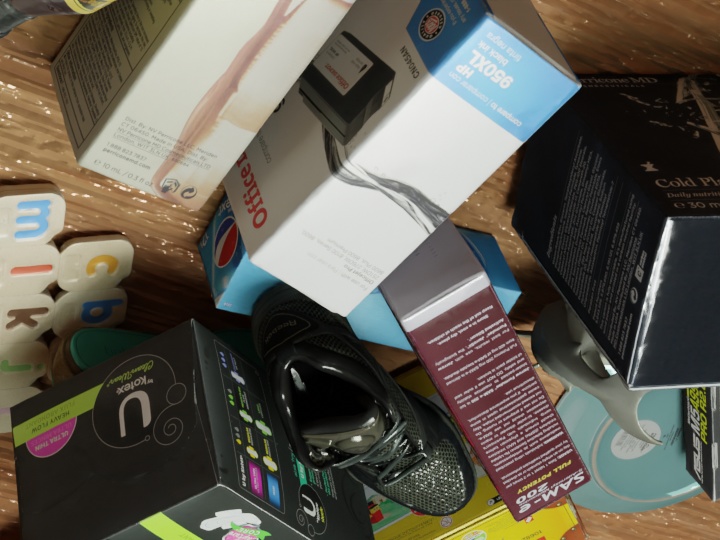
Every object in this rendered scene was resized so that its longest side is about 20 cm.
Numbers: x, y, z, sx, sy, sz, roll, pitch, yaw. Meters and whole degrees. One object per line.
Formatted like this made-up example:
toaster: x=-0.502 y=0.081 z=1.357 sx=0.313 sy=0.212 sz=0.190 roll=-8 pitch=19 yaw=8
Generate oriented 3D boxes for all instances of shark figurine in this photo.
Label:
shark figurine: x=0.151 y=0.036 z=1.252 sx=0.128 sy=0.214 sz=0.090 roll=20 pitch=101 yaw=-1

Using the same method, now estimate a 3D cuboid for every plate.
plate: x=0.237 y=0.122 z=1.429 sx=0.200 sy=0.026 sz=0.200 roll=-10 pitch=132 yaw=-12

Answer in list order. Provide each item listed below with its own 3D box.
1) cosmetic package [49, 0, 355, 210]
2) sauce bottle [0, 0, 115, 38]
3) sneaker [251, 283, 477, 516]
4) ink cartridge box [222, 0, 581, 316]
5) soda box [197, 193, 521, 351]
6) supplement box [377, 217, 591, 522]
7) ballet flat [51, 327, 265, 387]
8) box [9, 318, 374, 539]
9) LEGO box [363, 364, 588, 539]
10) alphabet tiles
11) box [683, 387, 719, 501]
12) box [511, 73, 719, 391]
cosmetic package: x=-0.081 y=-0.146 z=1.039 sx=0.087 sy=0.103 sz=0.200 roll=21 pitch=121 yaw=-34
sauce bottle: x=-0.140 y=-0.172 z=0.980 sx=0.200 sy=0.066 sz=0.066 roll=-20 pitch=140 yaw=38
sneaker: x=0.006 y=0.105 z=1.162 sx=0.076 sy=0.114 sz=0.200 roll=-32 pitch=119 yaw=12
ink cartridge box: x=0.012 y=-0.095 z=1.084 sx=0.084 sy=0.145 sz=0.200 roll=31 pitch=113 yaw=-35
soda box: x=0.000 y=0.000 z=1.216 sx=0.200 sy=0.064 sz=0.068 roll=13 pitch=124 yaw=-29
supplement box: x=0.069 y=0.053 z=1.167 sx=0.061 sy=0.109 sz=0.200 roll=-31 pitch=128 yaw=0
ballet flat: x=-0.114 y=0.078 z=1.242 sx=0.200 sy=0.068 sz=0.072 roll=3 pitch=141 yaw=-28
box: x=-0.102 y=0.146 z=1.182 sx=0.148 sy=0.125 sz=0.200 roll=-27 pitch=143 yaw=19
LEGO box: x=0.035 y=0.157 z=1.302 sx=0.200 sy=0.149 sz=0.077 roll=-26 pitch=136 yaw=4
alphabet tiles: x=-0.244 y=0.029 z=1.181 sx=0.195 sy=0.015 sz=0.200 roll=-5 pitch=130 yaw=-23
box: x=0.336 y=0.069 z=1.384 sx=0.200 sy=0.044 sz=0.160 roll=-20 pitch=130 yaw=-12
box: x=0.228 y=-0.030 z=1.171 sx=0.200 sy=0.197 sz=0.124 roll=-2 pitch=120 yaw=-19
